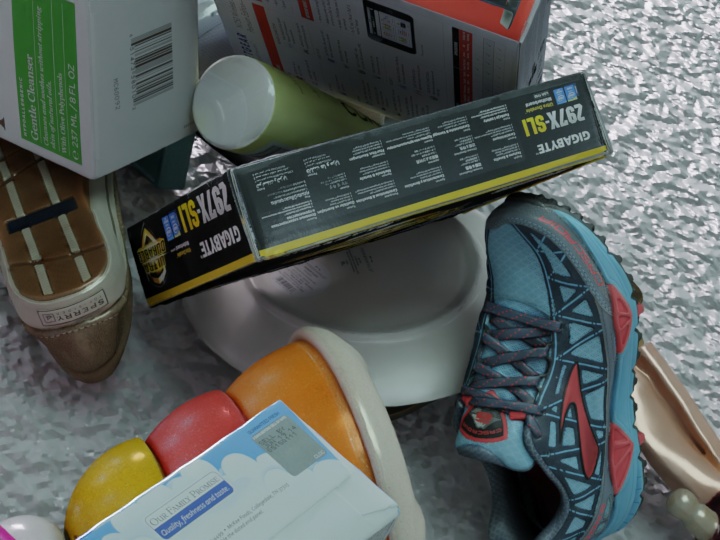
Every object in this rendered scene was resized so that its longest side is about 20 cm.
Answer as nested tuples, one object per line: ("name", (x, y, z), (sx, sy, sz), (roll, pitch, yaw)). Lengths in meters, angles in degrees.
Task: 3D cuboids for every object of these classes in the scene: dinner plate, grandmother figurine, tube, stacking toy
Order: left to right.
("stacking toy", (-0.083, 0.118, 0.806), (0.200, 0.146, 0.146), (-16, 54, -15))
("tube", (-0.023, -0.079, 1.006), (0.200, 0.052, 0.058), (14, 45, -62))
("dinner plate", (0.000, 0.000, 0.975), (0.200, 0.024, 0.200), (2, 39, -2))
("grandmother figurine", (0.196, 0.122, 0.962), (0.200, 0.061, 0.121), (48, 30, 14))

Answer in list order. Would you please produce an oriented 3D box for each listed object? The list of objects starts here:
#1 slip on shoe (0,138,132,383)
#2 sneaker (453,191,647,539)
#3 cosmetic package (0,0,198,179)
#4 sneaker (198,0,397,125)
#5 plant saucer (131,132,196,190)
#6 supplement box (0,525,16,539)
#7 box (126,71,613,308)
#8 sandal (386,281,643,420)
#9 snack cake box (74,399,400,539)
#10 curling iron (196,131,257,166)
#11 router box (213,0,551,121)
("slip on shoe", (-0.155, -0.019, 0.932), (0.076, 0.061, 0.200), (-21, 37, -6))
("sneaker", (0.090, 0.061, 0.890), (0.096, 0.200, 0.079), (-27, 24, -37))
("cosmetic package", (-0.184, -0.137, 0.948), (0.200, 0.108, 0.085), (22, 36, 32))
("sneaker", (-0.025, -0.125, 1.098), (0.200, 0.076, 0.092), (1, 52, -26))
("plant saucer", (-0.171, -0.127, 1.023), (0.200, 0.070, 0.019), (43, 56, 17))
("supplement box", (-0.225, 0.113, 0.709), (0.200, 0.101, 0.103), (41, 58, 13))
("box", (0.000, -0.039, 0.889), (0.200, 0.160, 0.049), (-17, 90, -27))
("sandal", (0.068, 0.043, 0.993), (0.200, 0.055, 0.082), (-26, 49, -27))
("snack cake box", (-0.074, 0.155, 0.686), (0.067, 0.200, 0.115), (41, 42, 15))
("curling iron", (-0.105, -0.094, 1.038), (0.200, 0.026, 0.050), (40, 28, 24))
("router box", (0.010, -0.138, 0.954), (0.179, 0.200, 0.049), (21, 79, 8))
